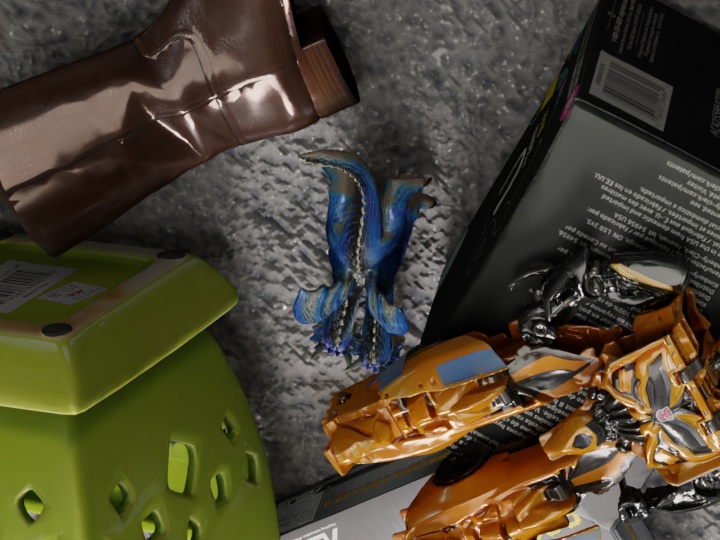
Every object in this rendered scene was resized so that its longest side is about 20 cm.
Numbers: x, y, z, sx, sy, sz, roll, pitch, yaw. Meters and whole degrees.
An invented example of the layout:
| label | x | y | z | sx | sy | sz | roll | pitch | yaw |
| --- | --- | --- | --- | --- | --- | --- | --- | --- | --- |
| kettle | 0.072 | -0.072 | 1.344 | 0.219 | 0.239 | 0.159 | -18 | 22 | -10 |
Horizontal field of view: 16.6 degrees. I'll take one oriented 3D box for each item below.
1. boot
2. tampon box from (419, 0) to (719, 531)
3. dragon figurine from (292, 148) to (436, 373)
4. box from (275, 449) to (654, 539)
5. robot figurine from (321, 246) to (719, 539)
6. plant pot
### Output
| label | x | y | z | sx | sy | sz | roll | pitch | yaw |
| --- | --- | --- | --- | --- | --- | --- | --- | --- | --- |
| boot | -0.125 | -0.115 | 1.233 | 0.199 | 0.064 | 0.187 | -23 | 113 | 10 |
| tampon box | 0.122 | -0.009 | 1.202 | 0.126 | 0.150 | 0.201 | 27 | 121 | -3 |
| dragon figurine | 0.000 | 0.000 | 1.244 | 0.058 | 0.200 | 0.100 | 10 | 82 | 6 |
| box | 0.061 | 0.170 | 1.372 | 0.199 | 0.048 | 0.159 | -23 | 109 | 24 |
| robot figurine | 0.091 | 0.072 | 1.131 | 0.199 | 0.058 | 0.145 | -22 | 113 | 24 |
| plant pot | -0.173 | 0.088 | 1.288 | 0.198 | 0.200 | 0.183 | 7 | 111 | 25 |
